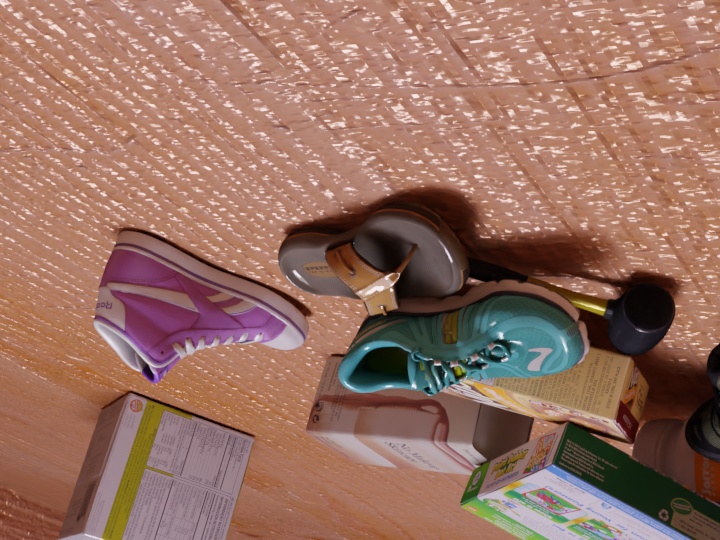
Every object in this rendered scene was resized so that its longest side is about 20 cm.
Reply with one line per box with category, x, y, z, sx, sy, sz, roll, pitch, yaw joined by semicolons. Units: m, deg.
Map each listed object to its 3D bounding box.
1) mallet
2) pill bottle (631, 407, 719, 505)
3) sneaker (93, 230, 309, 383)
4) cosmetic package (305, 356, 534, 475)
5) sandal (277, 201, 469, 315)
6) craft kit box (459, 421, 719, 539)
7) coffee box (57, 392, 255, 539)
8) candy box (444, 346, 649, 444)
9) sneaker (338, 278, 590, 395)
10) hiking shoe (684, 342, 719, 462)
mallet;0.128;0.016;0.832;0.199;0.041;0.066;15;162;16
pill bottle;0.334;0.167;0.949;0.199;0.113;0.112;-6;150;43
sneaker;-0.144;0.057;1.010;0.200;0.115;0.073;24;156;-24
cosmetic package;0.059;0.144;1.116;0.199;0.088;0.103;-3;151;39
sandal;0.000;0.000;0.824;0.199;0.055;0.082;-3;132;47
craft kit box;0.210;0.214;0.968;0.199;0.049;0.198;29;151;-6
coffee box;-0.294;0.314;1.629;0.197;0.201;0.200;22;158;-18
candy box;0.123;0.081;0.914;0.199;0.056;0.115;13;168;24
sneaker;0.070;0.060;0.808;0.199;0.080;0.078;-10;114;39
hiking shoe;0.293;0.083;0.846;0.100;0.076;0.200;28;148;-9
